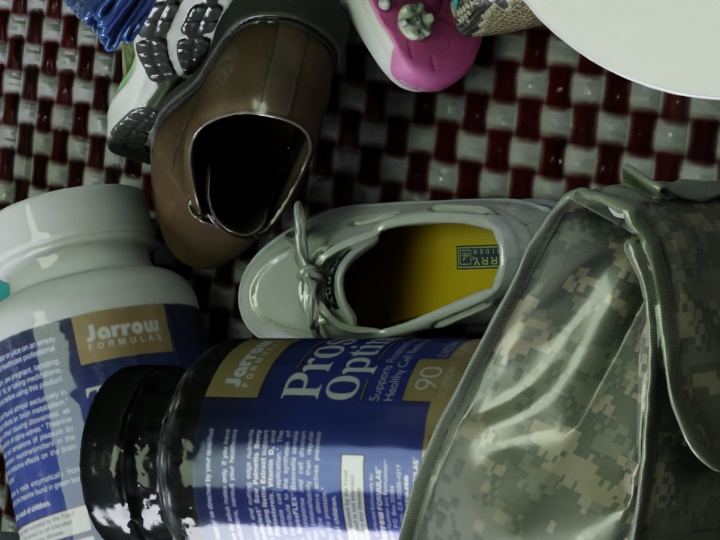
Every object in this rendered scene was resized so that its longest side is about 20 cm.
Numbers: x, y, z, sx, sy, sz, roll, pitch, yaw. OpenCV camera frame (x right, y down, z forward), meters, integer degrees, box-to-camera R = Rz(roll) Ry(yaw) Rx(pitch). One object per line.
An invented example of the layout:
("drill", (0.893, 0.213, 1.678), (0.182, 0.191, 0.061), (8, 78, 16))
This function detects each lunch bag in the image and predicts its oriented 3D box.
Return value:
("lunch bag", (0.117, 0.059, 0.804), (0.117, 0.164, 0.200), (28, 110, 37))

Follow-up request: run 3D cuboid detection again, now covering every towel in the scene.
("towel", (-0.095, -0.177, 1.007), (0.145, 0.024, 0.200), (-58, 18, 4))

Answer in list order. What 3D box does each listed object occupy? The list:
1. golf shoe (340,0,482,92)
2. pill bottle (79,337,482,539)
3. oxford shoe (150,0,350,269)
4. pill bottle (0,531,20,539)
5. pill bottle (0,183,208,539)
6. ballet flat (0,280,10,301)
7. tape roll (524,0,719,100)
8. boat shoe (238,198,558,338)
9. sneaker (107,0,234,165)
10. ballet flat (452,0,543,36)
("golf shoe", (-0.001, -0.164, 0.989), (0.092, 0.075, 0.200), (-41, 60, 53))
("pill bottle", (-0.016, 0.085, 0.935), (0.200, 0.112, 0.112), (-1, 90, 26))
("oxford shoe", (-0.063, -0.045, 0.995), (0.200, 0.073, 0.085), (117, 166, -59))
("pill bottle", (-0.151, 0.229, 1.095), (0.200, 0.112, 0.112), (35, 114, 38))
("pill bottle", (-0.126, 0.064, 1.072), (0.111, 0.111, 0.200), (-23, 75, 41))
("ballet flat", (-0.225, 0.043, 1.210), (0.200, 0.070, 0.065), (-47, 33, 30))
("tape roll", (0.150, -0.160, 0.754), (0.202, 0.139, 0.203), (2, 95, 25))
("boat shoe", (0.001, 0.005, 0.967), (0.202, 0.086, 0.075), (-4, 87, 43))
("sneaker", (-0.080, -0.129, 1.029), (0.200, 0.077, 0.089), (130, 140, -55))
("ballet flat", (0.112, -0.160, 0.879), (0.075, 0.068, 0.200), (45, 116, 23))
